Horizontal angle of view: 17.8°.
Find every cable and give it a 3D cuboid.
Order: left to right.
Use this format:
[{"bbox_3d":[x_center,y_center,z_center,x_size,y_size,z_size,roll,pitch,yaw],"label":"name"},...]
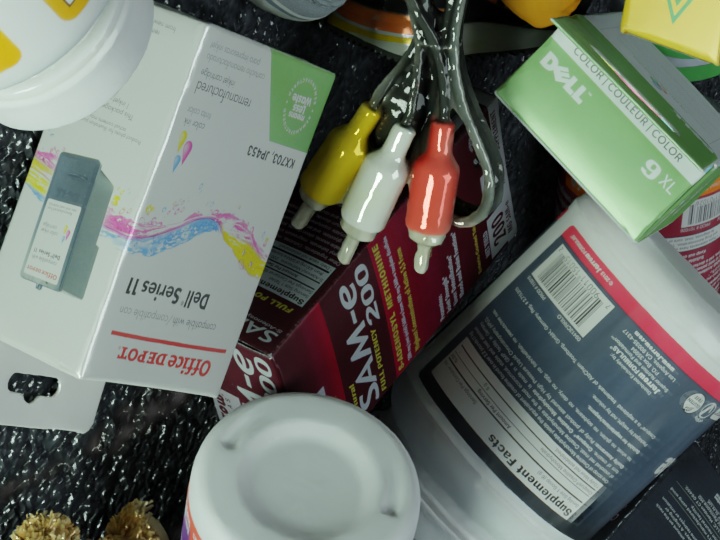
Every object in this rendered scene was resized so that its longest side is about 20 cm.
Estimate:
[{"bbox_3d":[0.033,-0.089,1.083,0.050,0.096,0.201,-64,171,-56],"label":"cable"}]

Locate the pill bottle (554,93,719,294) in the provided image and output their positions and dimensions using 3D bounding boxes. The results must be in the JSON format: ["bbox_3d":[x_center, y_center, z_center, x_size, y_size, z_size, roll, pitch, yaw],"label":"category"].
[{"bbox_3d":[0.172,-0.006,1.423,0.109,0.109,0.201,-34,137,-44],"label":"pill bottle"}]

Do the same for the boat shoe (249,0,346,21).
[{"bbox_3d":[-0.028,-0.173,1.012,0.070,0.071,0.201,-55,150,-20],"label":"boat shoe"}]

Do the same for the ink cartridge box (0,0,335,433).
[{"bbox_3d":[-0.096,-0.013,1.017,0.117,0.067,0.201,13,99,-61],"label":"ink cartridge box"}]

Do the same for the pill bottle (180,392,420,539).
[{"bbox_3d":[-0.039,0.163,1.146,0.111,0.111,0.201,-42,157,-37],"label":"pill bottle"}]

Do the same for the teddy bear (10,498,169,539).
[{"bbox_3d":[-0.153,0.181,1.076,0.200,0.066,0.146,-48,156,-41],"label":"teddy bear"}]

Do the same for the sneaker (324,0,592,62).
[{"bbox_3d":[0.064,-0.162,1.172,0.199,0.070,0.091,-18,127,-50],"label":"sneaker"}]

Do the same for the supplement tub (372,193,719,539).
[{"bbox_3d":[0.108,0.069,1.269,0.200,0.141,0.140,-44,152,10],"label":"supplement tub"}]

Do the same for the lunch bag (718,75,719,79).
[{"bbox_3d":[0.291,-0.158,1.427,0.077,0.159,0.201,61,21,-50],"label":"lunch bag"}]

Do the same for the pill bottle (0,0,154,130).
[{"bbox_3d":[-0.150,-0.130,0.800,0.113,0.112,0.200,-61,150,-11],"label":"pill bottle"}]

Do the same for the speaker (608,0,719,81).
[{"bbox_3d":[0.171,-0.199,1.221,0.089,0.088,0.201,-48,147,-31],"label":"speaker"}]

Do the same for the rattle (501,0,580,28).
[{"bbox_3d":[0.099,-0.247,1.116,0.143,0.129,0.201,47,33,-47],"label":"rattle"}]

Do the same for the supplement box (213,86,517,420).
[{"bbox_3d":[0.000,0.000,1.193,0.200,0.061,0.109,-49,147,-28],"label":"supplement box"}]

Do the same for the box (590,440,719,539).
[{"bbox_3d":[0.118,0.213,1.384,0.182,0.200,0.104,-40,99,-37],"label":"box"}]

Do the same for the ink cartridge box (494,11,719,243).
[{"bbox_3d":[0.130,-0.073,1.156,0.059,0.104,0.200,-44,174,16],"label":"ink cartridge box"}]

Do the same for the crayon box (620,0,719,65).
[{"bbox_3d":[0.204,-0.204,1.115,0.200,0.058,0.174,-26,130,-57],"label":"crayon box"}]
